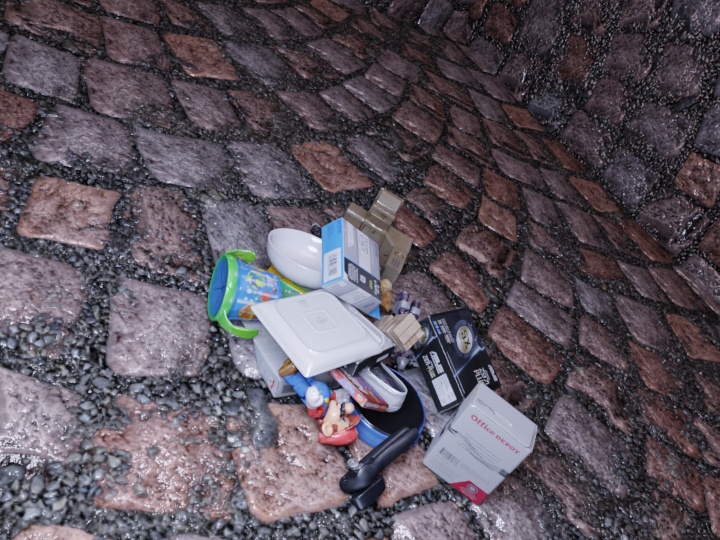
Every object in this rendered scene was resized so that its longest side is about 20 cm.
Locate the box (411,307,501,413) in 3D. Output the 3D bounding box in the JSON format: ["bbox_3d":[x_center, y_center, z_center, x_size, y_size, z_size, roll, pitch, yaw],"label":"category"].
[{"bbox_3d":[0.212,0.201,1.491,0.162,0.086,0.204,-4,66,-48],"label":"box"}]

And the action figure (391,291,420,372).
[{"bbox_3d":[0.106,0.155,1.541,0.128,0.069,0.204,27,49,-19],"label":"action figure"}]

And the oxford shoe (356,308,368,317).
[{"bbox_3d":[-0.061,0.050,1.555,0.200,0.071,0.074,43,61,14],"label":"oxford shoe"}]

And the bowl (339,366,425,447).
[{"bbox_3d":[0.049,0.282,1.366,0.196,0.040,0.203,21,36,-16],"label":"bowl"}]

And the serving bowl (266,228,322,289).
[{"bbox_3d":[-0.122,-0.016,1.439,0.196,0.067,0.201,22,20,-8],"label":"serving bowl"}]

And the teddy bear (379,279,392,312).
[{"bbox_3d":[0.016,0.011,1.564,0.200,0.144,0.067,44,73,-14],"label":"teddy bear"}]

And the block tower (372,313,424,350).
[{"bbox_3d":[0.069,0.132,1.387,0.058,0.200,0.054,-40,97,-15],"label":"block tower"}]

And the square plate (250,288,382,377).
[{"bbox_3d":[-0.080,0.105,1.243,0.197,0.029,0.198,-11,45,-43],"label":"square plate"}]

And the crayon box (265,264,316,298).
[{"bbox_3d":[-0.122,0.054,1.469,0.197,0.059,0.119,31,25,2],"label":"crayon box"}]

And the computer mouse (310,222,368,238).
[{"bbox_3d":[-0.029,-0.073,1.603,0.138,0.053,0.198,38,-12,-31],"label":"computer mouse"}]

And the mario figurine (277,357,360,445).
[{"bbox_3d":[-0.062,0.237,1.231,0.202,0.105,0.123,54,50,-9],"label":"mario figurine"}]

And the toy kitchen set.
[{"bbox_3d":[0.041,-0.094,1.703,0.197,0.165,0.182,30,35,-2],"label":"toy kitchen set"}]

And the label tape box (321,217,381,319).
[{"bbox_3d":[0.000,0.000,1.390,0.198,0.065,0.147,31,46,-44],"label":"label tape box"}]

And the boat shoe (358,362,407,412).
[{"bbox_3d":[0.019,0.200,1.345,0.071,0.069,0.201,-15,56,-46],"label":"boat shoe"}]

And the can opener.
[{"bbox_3d":[0.036,0.358,1.233,0.199,0.062,0.080,-37,115,-40],"label":"can opener"}]

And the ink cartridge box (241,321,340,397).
[{"bbox_3d":[-0.149,0.173,1.355,0.159,0.051,0.200,-1,31,-37],"label":"ink cartridge box"}]

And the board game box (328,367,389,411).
[{"bbox_3d":[-0.034,0.198,1.271,0.199,0.020,0.102,41,6,31],"label":"board game box"}]

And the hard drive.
[{"bbox_3d":[-0.039,0.118,1.323,0.199,0.038,0.138,39,30,26],"label":"hard drive"}]

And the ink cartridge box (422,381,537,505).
[{"bbox_3d":[0.236,0.345,1.293,0.144,0.202,0.083,36,35,7],"label":"ink cartridge box"}]

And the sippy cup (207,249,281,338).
[{"bbox_3d":[-0.235,0.046,1.346,0.128,0.183,0.139,12,-6,-28],"label":"sippy cup"}]
